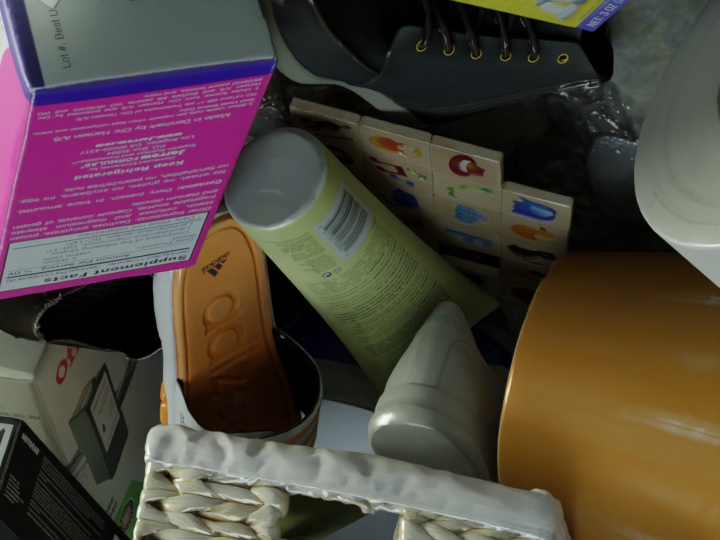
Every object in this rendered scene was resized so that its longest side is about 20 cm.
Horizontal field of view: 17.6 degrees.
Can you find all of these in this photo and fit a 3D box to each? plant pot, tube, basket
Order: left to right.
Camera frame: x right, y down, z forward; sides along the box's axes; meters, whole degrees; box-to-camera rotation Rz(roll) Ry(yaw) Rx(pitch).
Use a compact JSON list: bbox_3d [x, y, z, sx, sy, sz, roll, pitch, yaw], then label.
[{"bbox_3d":[-0.042,0.131,1.253,0.052,0.058,0.200,43,140,-21],"label":"tube"},{"bbox_3d":[-0.008,0.189,1.098,0.197,0.161,0.200,10,160,12],"label":"basket"},{"bbox_3d":[0.000,0.000,1.112,0.058,0.052,0.200,-3,154,26],"label":"tube"},{"bbox_3d":[0.169,0.072,1.087,0.183,0.201,0.201,13,143,19],"label":"plant pot"}]

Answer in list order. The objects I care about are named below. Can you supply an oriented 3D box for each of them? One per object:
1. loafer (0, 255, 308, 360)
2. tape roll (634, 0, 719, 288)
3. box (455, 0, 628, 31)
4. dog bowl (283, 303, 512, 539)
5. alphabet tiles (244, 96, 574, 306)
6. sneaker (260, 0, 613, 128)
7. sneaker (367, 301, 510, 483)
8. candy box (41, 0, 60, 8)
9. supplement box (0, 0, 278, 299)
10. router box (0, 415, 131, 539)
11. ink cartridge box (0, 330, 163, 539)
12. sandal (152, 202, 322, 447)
[{"bbox_3d":[-0.102,0.017,1.158,0.199,0.071,0.073,-2,125,-36],"label":"loafer"},{"bbox_3d":[0.223,-0.051,0.895,0.139,0.203,0.202,38,141,-22],"label":"tape roll"},{"bbox_3d":[0.047,-0.156,0.894,0.199,0.049,0.117,9,146,-35],"label":"box"},{"bbox_3d":[0.002,0.098,1.299,0.199,0.079,0.200,13,143,10],"label":"dog bowl"},{"bbox_3d":[0.021,-0.032,1.129,0.167,0.008,0.200,16,163,8],"label":"alphabet tiles"},{"bbox_3d":[0.032,-0.116,0.984,0.106,0.075,0.200,-9,168,24],"label":"sneaker"},{"bbox_3d":[0.059,0.093,1.167,0.075,0.089,0.200,6,147,17],"label":"sneaker"},{"bbox_3d":[-0.133,-0.223,0.853,0.167,0.200,0.072,33,140,-16],"label":"candy box"},{"bbox_3d":[-0.111,-0.077,0.965,0.103,0.102,0.200,-9,159,-19],"label":"supplement box"},{"bbox_3d":[-0.213,0.128,1.186,0.157,0.052,0.200,6,154,18],"label":"router box"},{"bbox_3d":[-0.166,0.058,1.275,0.084,0.146,0.200,9,143,16],"label":"ink cartridge box"},{"bbox_3d":[-0.057,0.057,1.132,0.059,0.079,0.207,42,155,34],"label":"sandal"}]
